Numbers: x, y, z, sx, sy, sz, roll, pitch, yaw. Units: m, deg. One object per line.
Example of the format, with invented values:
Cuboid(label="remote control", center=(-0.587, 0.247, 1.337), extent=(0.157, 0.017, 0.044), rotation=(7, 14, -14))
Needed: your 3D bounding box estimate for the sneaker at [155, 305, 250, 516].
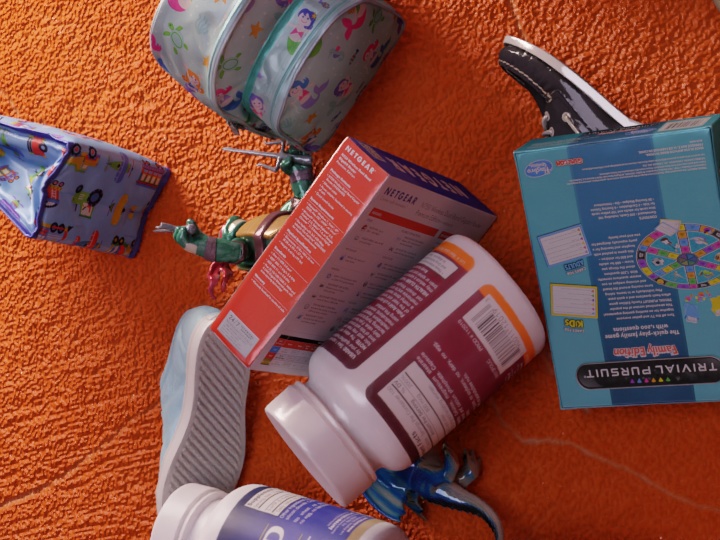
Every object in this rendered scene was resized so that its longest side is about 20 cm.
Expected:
Cuboid(label="sneaker", center=(-0.143, 0.128, 1.378), extent=(0.082, 0.073, 0.203), rotation=(25, 102, 59))

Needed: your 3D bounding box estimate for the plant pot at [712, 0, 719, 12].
Cuboid(label="plant pot", center=(0.328, -0.224, 1.088), extent=(0.199, 0.176, 0.202), rotation=(-35, 68, 21))

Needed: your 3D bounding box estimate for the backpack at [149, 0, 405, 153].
Cuboid(label="backpack", center=(-0.070, -0.197, 1.285), extent=(0.150, 0.200, 0.178), rotation=(39, 96, 27))

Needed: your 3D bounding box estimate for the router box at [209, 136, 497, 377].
Cuboid(label="router box", center=(0.000, 0.000, 1.229), extent=(0.049, 0.199, 0.180), rotation=(42, 103, 26))

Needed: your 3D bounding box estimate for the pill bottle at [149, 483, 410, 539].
Cuboid(label="pill bottle", center=(-0.067, 0.240, 1.281), extent=(0.198, 0.119, 0.121), rotation=(11, 89, 29))

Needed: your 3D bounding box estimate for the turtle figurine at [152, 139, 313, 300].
Cuboid(label="turtle figurine", center=(-0.072, -0.041, 1.335), extent=(0.198, 0.101, 0.150), rotation=(2, 41, 43))

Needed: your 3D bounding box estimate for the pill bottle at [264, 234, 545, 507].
Cuboid(label="pill bottle", center=(0.033, 0.077, 1.196), extent=(0.199, 0.114, 0.114), rotation=(-39, 65, -10))

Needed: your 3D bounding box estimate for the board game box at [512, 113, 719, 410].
Cuboid(label="board game box", center=(0.205, -0.003, 1.162), extent=(0.149, 0.047, 0.203), rotation=(-5, 104, 28))

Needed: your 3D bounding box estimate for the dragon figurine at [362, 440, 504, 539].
Cuboid(label="dragon figurine", center=(0.039, 0.165, 1.266), extent=(0.099, 0.059, 0.201), rotation=(-45, 65, 17))

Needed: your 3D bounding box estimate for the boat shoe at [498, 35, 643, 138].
Cuboid(label="boat shoe", center=(0.175, -0.107, 1.220), extent=(0.199, 0.074, 0.061), rotation=(40, 98, 18))

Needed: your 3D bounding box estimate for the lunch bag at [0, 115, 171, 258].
Cuboid(label="lunch bag", center=(-0.299, -0.101, 1.434), extent=(0.199, 0.150, 0.095), rotation=(29, 98, 28))
